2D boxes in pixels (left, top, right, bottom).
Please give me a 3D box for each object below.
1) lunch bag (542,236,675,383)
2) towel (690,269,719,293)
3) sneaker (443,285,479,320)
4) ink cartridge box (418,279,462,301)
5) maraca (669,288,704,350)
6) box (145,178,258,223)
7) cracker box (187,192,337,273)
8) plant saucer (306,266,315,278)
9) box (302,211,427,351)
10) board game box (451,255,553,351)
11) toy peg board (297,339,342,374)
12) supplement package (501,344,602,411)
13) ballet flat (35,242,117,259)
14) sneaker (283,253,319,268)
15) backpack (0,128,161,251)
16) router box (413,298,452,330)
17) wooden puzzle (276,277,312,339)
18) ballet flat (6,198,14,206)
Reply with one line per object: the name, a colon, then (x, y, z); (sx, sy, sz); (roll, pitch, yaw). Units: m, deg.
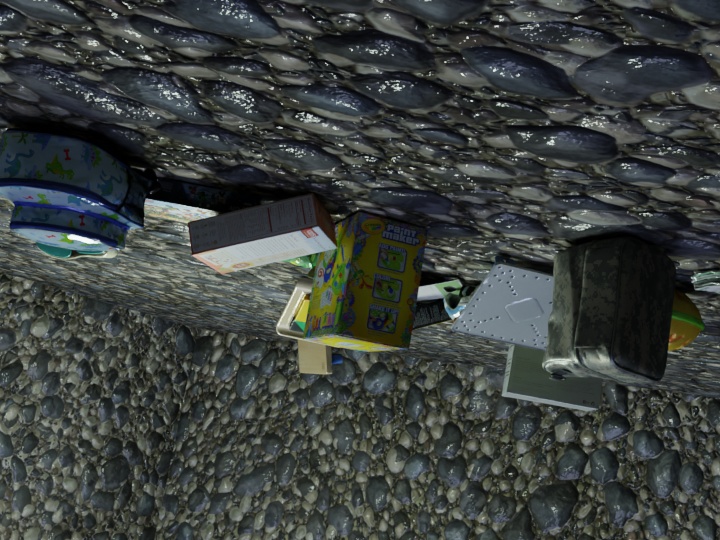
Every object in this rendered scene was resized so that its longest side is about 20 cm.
lunch bag: (0.342, 0.058, 1.264); (0.139, 0.201, 0.167); (20, 163, -35)
towel: (0.615, 0.033, 1.316); (0.199, 0.031, 0.149); (16, 170, -29)
sneaker: (0.238, 0.058, 1.728); (0.073, 0.072, 0.200); (49, 144, -15)
ink cartridge box: (0.109, 0.034, 1.803); (0.199, 0.048, 0.146); (-14, 165, 12)
maraca: (0.482, 0.074, 1.453); (0.199, 0.108, 0.137); (19, 168, -39)
box: (-0.262, -0.103, 1.425); (0.199, 0.038, 0.137); (10, 169, 0)
cracker box: (-0.146, -0.054, 1.353); (0.199, 0.058, 0.134); (-12, 165, 8)
plant saucer: (0.000, 0.000, 1.638); (0.199, 0.035, 0.200); (2, -176, 0)
box: (0.003, 0.025, 1.428); (0.121, 0.194, 0.200); (12, 171, -17)
board game box: (0.287, 0.061, 1.550); (0.199, 0.026, 0.200); (13, 138, -14)
toy peg board: (-0.096, 0.184, 2.469); (0.097, 0.201, 0.200); (-2, 176, -25)
supplement package: (0.408, 0.179, 1.853); (0.190, 0.201, 0.147); (10, 171, 6)
ballet flat: (-0.647, -0.057, 2.025); (0.199, 0.070, 0.069); (7, 170, 17)
sneaker: (-0.113, -0.045, 1.520); (0.083, 0.075, 0.200); (7, 179, 25)
backpack: (-0.410, -0.108, 1.241); (0.182, 0.148, 0.200); (6, 167, 13)
router box: (0.116, 0.095, 1.945); (0.148, 0.051, 0.200); (-12, -178, -22)
wooden puzzle: (-0.093, 0.110, 2.145); (0.184, 0.037, 0.201); (13, 133, -15)
ballet flat: (-0.582, -0.104, 1.682); (0.199, 0.063, 0.067); (12, 170, -7)
